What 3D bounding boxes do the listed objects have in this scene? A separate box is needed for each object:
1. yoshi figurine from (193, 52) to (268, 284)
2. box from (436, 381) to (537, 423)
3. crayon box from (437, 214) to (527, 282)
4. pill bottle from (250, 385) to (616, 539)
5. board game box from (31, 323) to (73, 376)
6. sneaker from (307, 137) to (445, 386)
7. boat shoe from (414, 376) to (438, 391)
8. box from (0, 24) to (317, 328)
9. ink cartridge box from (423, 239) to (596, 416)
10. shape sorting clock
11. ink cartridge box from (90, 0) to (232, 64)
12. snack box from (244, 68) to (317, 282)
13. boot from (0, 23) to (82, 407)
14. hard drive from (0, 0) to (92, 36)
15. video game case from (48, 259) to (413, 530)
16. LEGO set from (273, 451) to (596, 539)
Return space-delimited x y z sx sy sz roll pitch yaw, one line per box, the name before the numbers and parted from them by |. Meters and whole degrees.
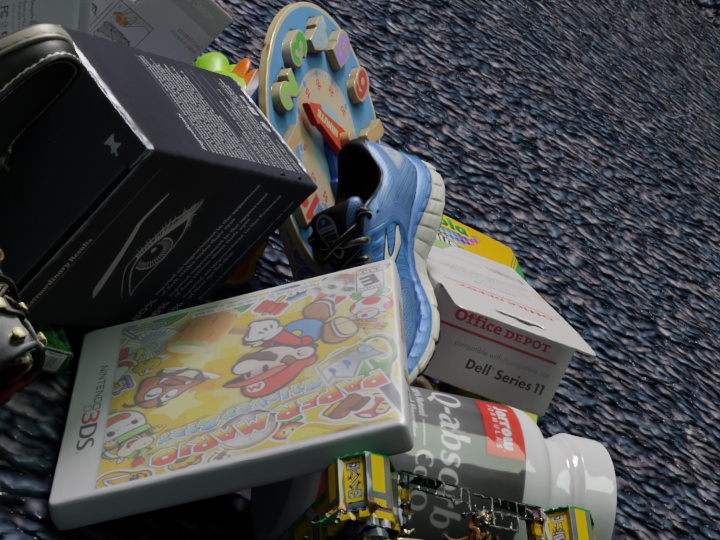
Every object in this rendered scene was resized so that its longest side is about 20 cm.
yoshi figurine | -0.119 -0.075 1.368 0.200 0.112 0.112 -91 170 -46
box | 0.083 0.134 1.302 0.075 0.050 0.200 35 22 -7
crayon box | 0.050 0.000 1.492 0.200 0.058 0.119 25 27 -30
pill bottle | 0.043 0.130 1.106 0.200 0.116 0.116 12 31 -16
board game box | -0.249 -0.020 1.131 0.105 0.023 0.200 21 29 -41
sneaker | 0.000 0.000 1.216 0.089 0.079 0.200 29 49 -36
boat shoe | 0.024 0.099 1.255 0.074 0.069 0.200 30 24 -20
box | -0.146 -0.049 1.123 0.104 0.148 0.200 52 17 21
ink cartridge box | 0.077 0.038 1.302 0.117 0.067 0.200 21 11 -18
shape sorting clock | -0.022 -0.090 1.292 0.200 0.039 0.200 22 65 -62
ink cartridge box | -0.202 -0.151 1.144 0.045 0.176 0.200 45 3 41
snack box | -0.044 -0.044 1.328 0.072 0.024 0.200 -74 150 -64
boot | -0.201 -0.019 0.988 0.154 0.204 0.073 52 4 19
hard drive | -0.248 -0.111 1.067 0.200 0.132 0.025 -20 44 -37
video game case | -0.071 0.066 1.050 0.182 0.200 0.023 -93 168 -61
LEGO set | 0.038 0.192 0.991 0.200 0.154 0.116 23 45 -31
